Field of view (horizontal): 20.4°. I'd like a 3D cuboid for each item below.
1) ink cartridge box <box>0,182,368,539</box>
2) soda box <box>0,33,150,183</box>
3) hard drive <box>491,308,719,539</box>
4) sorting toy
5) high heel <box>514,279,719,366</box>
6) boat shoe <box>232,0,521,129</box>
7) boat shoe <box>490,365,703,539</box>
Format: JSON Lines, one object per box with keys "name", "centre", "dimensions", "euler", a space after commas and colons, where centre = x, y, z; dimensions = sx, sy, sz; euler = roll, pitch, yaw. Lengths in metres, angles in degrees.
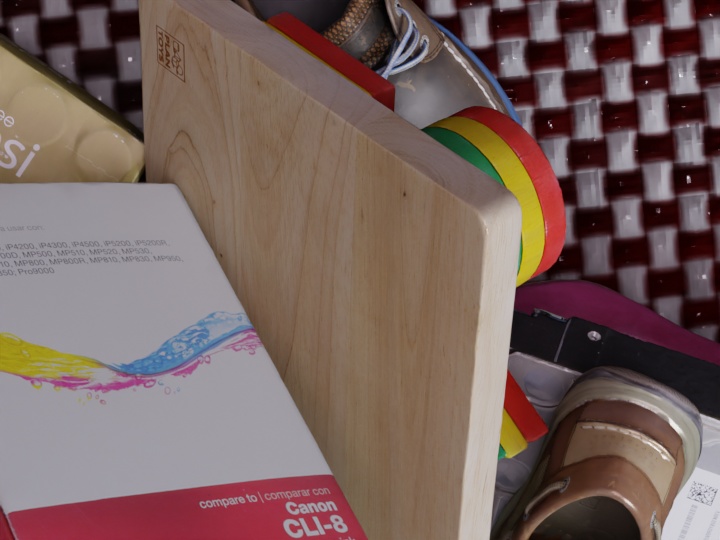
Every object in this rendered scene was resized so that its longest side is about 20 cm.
{"name": "ink cartridge box", "centre": [-0.117, 0.082, 0.763], "dimensions": [0.144, 0.200, 0.145], "euler": [-3, 140, -38]}
{"name": "soda box", "centre": [-0.186, -0.082, 0.857], "dimensions": [0.200, 0.064, 0.068], "euler": [34, 93, -8]}
{"name": "hard drive", "centre": [0.141, 0.101, 0.860], "dimensions": [0.199, 0.038, 0.140], "euler": [20, 132, 8]}
{"name": "sorting toy", "centre": [0.000, 0.000, 0.797], "dimensions": [0.069, 0.199, 0.201], "euler": [-27, 137, -32]}
{"name": "high heel", "centre": [0.121, 0.061, 0.879], "dimensions": [0.199, 0.096, 0.068], "euler": [9, 125, -11]}
{"name": "boat shoe", "centre": [-0.007, -0.098, 0.865], "dimensions": [0.200, 0.072, 0.072], "euler": [39, 92, -8]}
{"name": "boat shoe", "centre": [0.085, 0.127, 0.828], "dimensions": [0.075, 0.072, 0.200], "euler": [17, 134, 9]}
